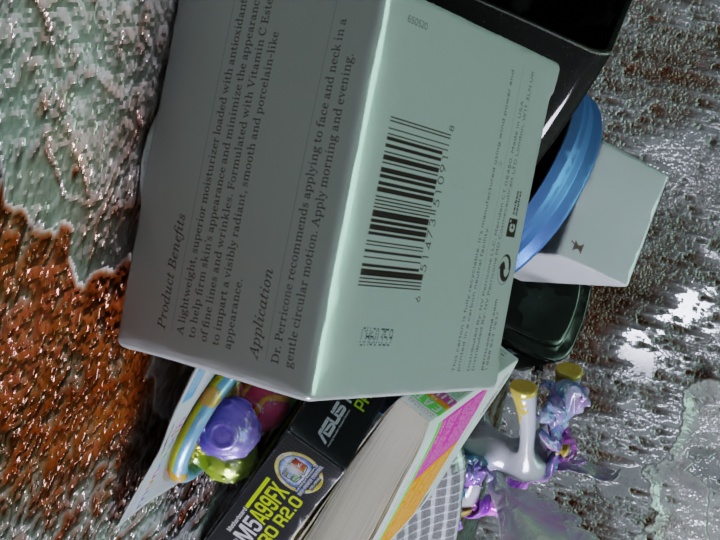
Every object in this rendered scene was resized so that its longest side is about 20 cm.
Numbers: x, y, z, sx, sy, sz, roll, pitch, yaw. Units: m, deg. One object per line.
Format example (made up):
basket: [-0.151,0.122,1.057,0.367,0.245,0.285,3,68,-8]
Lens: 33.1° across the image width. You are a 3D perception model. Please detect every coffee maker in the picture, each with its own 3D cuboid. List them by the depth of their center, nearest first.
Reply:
coffee maker: [0.155,0.042,1.274,0.200,0.192,0.135,155,-64,-66]

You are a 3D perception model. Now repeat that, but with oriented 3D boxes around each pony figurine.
pony figurine: [0.146,0.174,1.116,0.167,0.193,0.200,-60,160,-57]

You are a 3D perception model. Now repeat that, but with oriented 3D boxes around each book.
book: [0.042,0.127,0.853,0.134,0.048,0.200,-59,164,18]

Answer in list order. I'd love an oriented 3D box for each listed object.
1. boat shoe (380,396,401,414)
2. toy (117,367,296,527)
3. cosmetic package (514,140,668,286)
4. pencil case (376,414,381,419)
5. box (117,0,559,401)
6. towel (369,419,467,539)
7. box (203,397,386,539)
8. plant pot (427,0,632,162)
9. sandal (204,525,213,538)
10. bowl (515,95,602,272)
boat shoe: [0.035,0.027,0.930,0.084,0.069,0.200,-31,125,-28]
toy: [-0.074,0.094,0.767,0.115,0.047,0.200,-63,173,11]
cosmetic package: [0.170,-0.046,1.045,0.102,0.071,0.200,-68,-164,-5]
pencil case: [0.020,0.151,1.198,0.200,0.083,0.091,-18,125,-75]
box: [-0.005,-0.041,0.657,0.200,0.131,0.199,5,98,-57]
towel: [0.006,0.224,1.056,0.165,0.086,0.200,-22,137,-24]
box: [-0.028,0.107,0.826,0.160,0.044,0.200,-54,-179,38]
plant pot: [0.066,-0.150,0.876,0.200,0.199,0.178,-57,170,-55]
sandal: [-0.045,0.198,0.899,0.200,0.055,0.082,-29,119,-33]
bowl: [0.123,-0.073,1.002,0.201,0.039,0.201,-49,-159,26]
